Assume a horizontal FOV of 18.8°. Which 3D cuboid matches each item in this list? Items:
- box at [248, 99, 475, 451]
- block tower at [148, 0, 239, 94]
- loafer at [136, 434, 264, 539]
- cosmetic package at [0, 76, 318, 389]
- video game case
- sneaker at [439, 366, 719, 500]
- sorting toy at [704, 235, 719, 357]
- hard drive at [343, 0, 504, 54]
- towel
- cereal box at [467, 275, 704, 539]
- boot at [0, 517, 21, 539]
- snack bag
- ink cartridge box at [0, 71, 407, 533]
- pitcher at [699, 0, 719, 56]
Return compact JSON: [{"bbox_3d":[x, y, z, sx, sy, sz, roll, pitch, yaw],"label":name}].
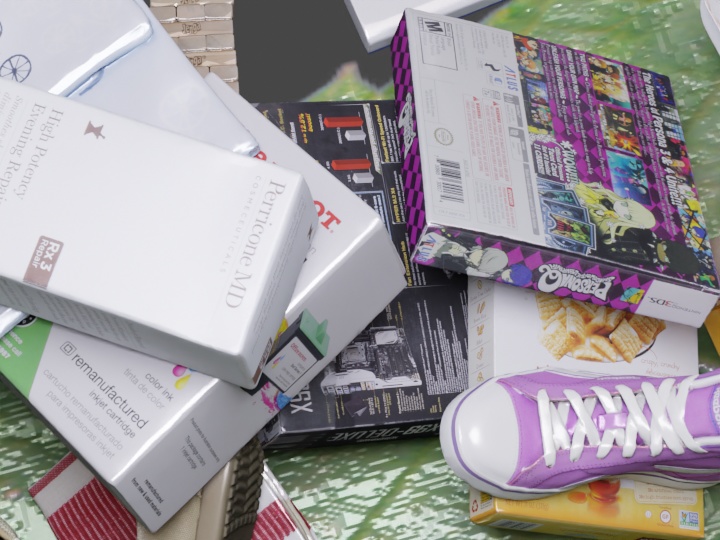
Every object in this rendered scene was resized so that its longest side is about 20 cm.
[{"bbox_3d":[0.000,0.000,1.290,0.157,0.050,0.202,-4,76,-26],"label":"box"},{"bbox_3d":[-0.098,-0.078,1.336,0.057,0.054,0.202,-3,75,-4],"label":"block tower"},{"bbox_3d":[-0.103,0.180,1.208,0.067,0.076,0.202,12,88,21],"label":"loafer"},{"bbox_3d":[-0.131,-0.023,1.094,0.198,0.074,0.102,16,74,10],"label":"cosmetic package"},{"bbox_3d":[0.110,-0.064,1.277,0.180,0.036,0.201,12,41,-15],"label":"video game case"},{"bbox_3d":[0.149,0.079,1.198,0.199,0.114,0.073,-1,75,-24],"label":"sneaker"},{"bbox_3d":[0.254,0.067,1.226,0.036,0.185,0.201,-19,86,-15],"label":"sorting toy"},{"bbox_3d":[0.070,-0.235,1.399,0.199,0.025,0.133,-22,76,-8],"label":"hard drive"},{"bbox_3d":[-0.092,0.169,1.255,0.144,0.023,0.201,-40,77,22],"label":"towel"},{"bbox_3d":[0.133,0.056,1.285,0.143,0.039,0.202,8,70,-24],"label":"cereal box"},{"bbox_3d":[-0.185,0.202,1.204,0.072,0.155,0.200,-40,82,-13],"label":"boot"},{"bbox_3d":[-0.181,-0.080,1.165,0.188,0.021,0.200,-35,68,-8],"label":"snack bag"},{"bbox_3d":[-0.095,0.014,1.171,0.200,0.084,0.145,-44,64,-11],"label":"ink cartridge box"},{"bbox_3d":[0.316,-0.105,1.337,0.198,0.121,0.173,-5,95,7],"label":"pitcher"}]
